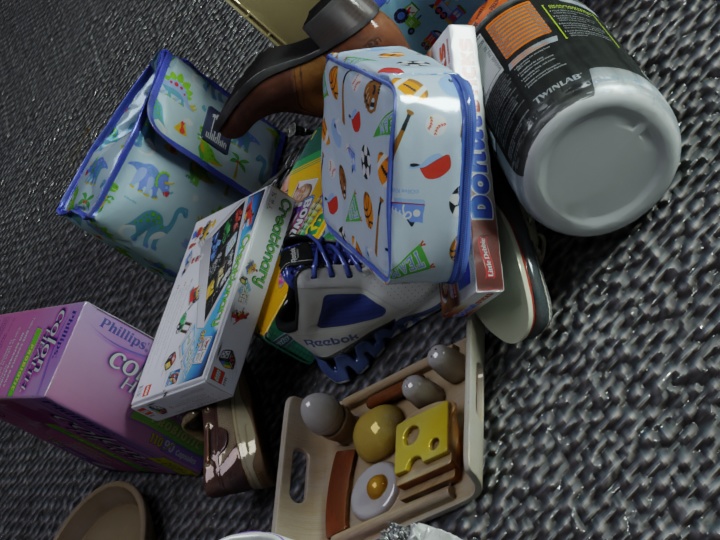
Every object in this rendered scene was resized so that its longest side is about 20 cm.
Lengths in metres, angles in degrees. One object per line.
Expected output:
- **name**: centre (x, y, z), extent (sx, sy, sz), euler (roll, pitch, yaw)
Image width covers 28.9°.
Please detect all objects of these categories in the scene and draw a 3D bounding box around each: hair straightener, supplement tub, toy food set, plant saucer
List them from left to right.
- **plant saucer**: centre (-0.255, 0.298, 1.325), extent (0.200, 0.029, 0.201), euler (-36, 36, 32)
- **hair straightener**: centre (-0.052, -0.110, 1.334), extent (0.201, 0.077, 0.041), euler (-56, 31, -6)
- **toy food set**: centre (0.013, 0.122, 1.050), extent (0.199, 0.060, 0.144), euler (-30, 40, 35)
- **supplement tub**: centre (0.145, -0.125, 1.025), extent (0.123, 0.122, 0.200), euler (-47, 32, 19)

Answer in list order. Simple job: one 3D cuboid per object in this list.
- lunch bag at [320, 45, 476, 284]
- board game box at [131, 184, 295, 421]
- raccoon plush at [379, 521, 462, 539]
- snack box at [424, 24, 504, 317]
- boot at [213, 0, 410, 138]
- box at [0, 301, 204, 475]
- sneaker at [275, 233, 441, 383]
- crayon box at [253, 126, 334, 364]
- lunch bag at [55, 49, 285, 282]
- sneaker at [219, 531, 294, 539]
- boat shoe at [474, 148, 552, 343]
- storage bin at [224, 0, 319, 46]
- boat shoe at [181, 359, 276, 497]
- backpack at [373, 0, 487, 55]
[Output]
- **lunch bag**: centre (0.023, -0.075, 1.011), extent (0.200, 0.075, 0.162), euler (-133, 41, -68)
- **board game box**: centre (-0.131, 0.029, 1.246), extent (0.126, 0.035, 0.201), euler (-21, 45, 49)
- **raccoon plush**: centre (0.023, 0.226, 0.843), extent (0.096, 0.200, 0.135), euler (18, 76, 27)
- **snack box**: centre (0.072, -0.072, 1.017), extent (0.072, 0.024, 0.202), euler (137, 130, -66)
- **boot**: centre (-0.003, -0.117, 1.172), extent (0.188, 0.200, 0.069), euler (-39, 18, 22)
- **box**: centre (-0.254, 0.117, 1.340), extent (0.199, 0.175, 0.097), euler (-9, 55, 52)
- **sneaker**: centre (-0.001, 0.000, 1.133), extent (0.199, 0.115, 0.081), euler (-45, 33, 21)
- **crayon box**: centre (-0.042, -0.026, 1.261), extent (0.201, 0.058, 0.119), euler (-61, 30, -5)
- **lunch bag**: centre (-0.185, -0.101, 1.444), extent (0.127, 0.170, 0.201), euler (8, 67, 58)
- **sneaker**: centre (-0.098, 0.249, 1.053), extent (0.200, 0.114, 0.073), euler (-38, 37, 33)
- **boat shoe**: centre (0.106, -0.029, 1.049), extent (0.071, 0.062, 0.201), euler (-59, 37, 37)
- **storage bin**: centre (-0.017, -0.305, 1.364), extent (0.200, 0.198, 0.094), euler (-45, 15, 20)
- **boat shoe**: centre (-0.126, 0.122, 1.234), extent (0.072, 0.072, 0.201), euler (-21, 43, 1)
- **backpack**: centre (0.085, -0.273, 1.210), extent (0.200, 0.183, 0.135), euler (-40, 41, 7)
